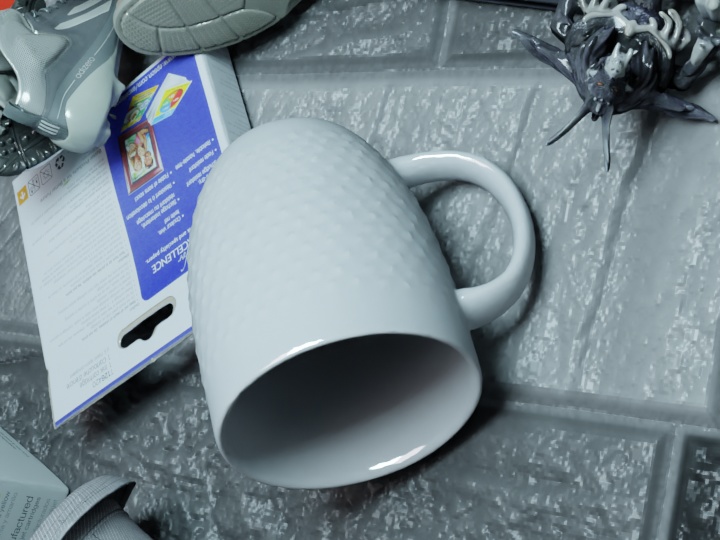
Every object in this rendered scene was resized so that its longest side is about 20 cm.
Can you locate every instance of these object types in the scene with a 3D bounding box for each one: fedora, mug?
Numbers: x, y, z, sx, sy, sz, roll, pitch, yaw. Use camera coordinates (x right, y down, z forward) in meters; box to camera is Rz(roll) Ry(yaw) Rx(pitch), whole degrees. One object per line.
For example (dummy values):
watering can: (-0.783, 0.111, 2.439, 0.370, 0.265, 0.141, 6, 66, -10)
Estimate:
fedora: (-0.167, 0.221, 1.070, 0.090, 0.177, 0.201, 33, 124, 9)
mug: (0.000, 0.000, 0.986, 0.199, 0.148, 0.176, -19, 54, 3)

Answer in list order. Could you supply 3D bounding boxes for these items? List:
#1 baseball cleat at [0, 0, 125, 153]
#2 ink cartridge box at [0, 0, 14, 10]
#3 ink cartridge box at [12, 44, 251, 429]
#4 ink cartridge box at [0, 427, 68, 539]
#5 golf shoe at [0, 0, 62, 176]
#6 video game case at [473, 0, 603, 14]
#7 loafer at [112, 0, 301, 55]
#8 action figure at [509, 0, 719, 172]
baseball cleat: (-0.202, -0.163, 1.181, 0.070, 0.106, 0.201, -52, 27, 31)
ink cartridge box: (-0.358, -0.213, 1.412, 0.163, 0.057, 0.200, -57, 44, 13)
ink cartridge box: (-0.143, -0.023, 1.171, 0.197, 0.047, 0.201, -34, 59, 28)
ink cartridge box: (-0.331, 0.164, 1.175, 0.144, 0.199, 0.146, 31, 99, 42)
golf shoe: (-0.237, -0.108, 1.233, 0.095, 0.077, 0.201, -55, 16, 31)
video game case: (0.109, -0.252, 1.026, 0.180, 0.025, 0.201, 15, 89, 42)
loafer: (-0.066, -0.199, 1.127, 0.199, 0.072, 0.063, -21, 46, 16)
action figure: (0.149, -0.154, 0.906, 0.118, 0.102, 0.201, 23, 89, 11)
